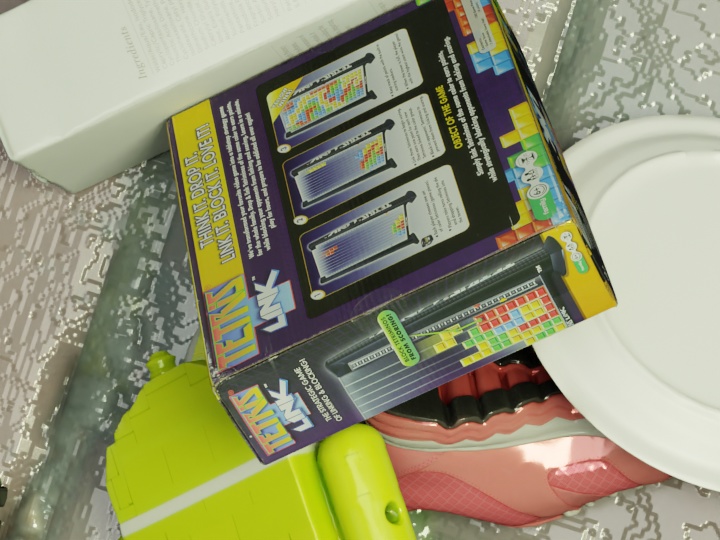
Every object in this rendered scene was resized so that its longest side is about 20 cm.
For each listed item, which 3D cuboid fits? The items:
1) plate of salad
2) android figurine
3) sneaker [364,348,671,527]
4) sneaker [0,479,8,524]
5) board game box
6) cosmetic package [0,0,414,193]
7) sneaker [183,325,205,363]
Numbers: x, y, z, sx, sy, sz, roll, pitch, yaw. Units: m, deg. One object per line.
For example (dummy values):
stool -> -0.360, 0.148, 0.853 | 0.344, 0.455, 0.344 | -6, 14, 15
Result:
plate of salad -> 0.162, 0.017, 1.155 | 0.200, 0.048, 0.200 | 7, 56, -10
android figurine -> -0.051, 0.123, 1.168 | 0.182, 0.041, 0.200 | -31, 72, 40
sneaker -> 0.096, 0.077, 1.186 | 0.200, 0.087, 0.074 | 2, 40, -4
sneaker -> -0.185, 0.152, 1.215 | 0.200, 0.071, 0.099 | 37, 95, 16
board game box -> 0.008, -0.027, 1.126 | 0.165, 0.057, 0.200 | -25, 37, 9
cosmetic package -> -0.075, -0.114, 1.215 | 0.200, 0.102, 0.074 | -23, 79, 5
sneaker -> 0.000, 0.000, 1.199 | 0.200, 0.076, 0.075 | -34, 80, 6
